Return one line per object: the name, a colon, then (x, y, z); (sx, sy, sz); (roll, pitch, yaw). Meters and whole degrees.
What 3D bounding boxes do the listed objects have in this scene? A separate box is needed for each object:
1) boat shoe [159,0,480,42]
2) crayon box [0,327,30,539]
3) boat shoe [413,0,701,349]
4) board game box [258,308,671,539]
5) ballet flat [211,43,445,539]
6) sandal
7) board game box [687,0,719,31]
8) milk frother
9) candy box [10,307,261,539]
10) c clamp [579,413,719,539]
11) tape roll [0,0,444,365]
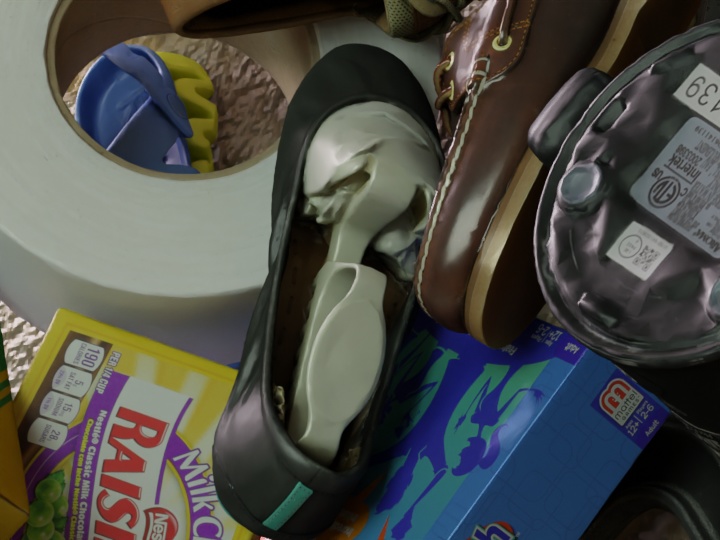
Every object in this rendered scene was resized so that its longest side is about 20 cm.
boat shoe: (0.017, -0.120, 1.071); (0.199, 0.076, 0.074); (-6, 71, 0)
crayon box: (-0.179, 0.082, 1.010); (0.127, 0.051, 0.200); (-46, 27, 14)
boat shoe: (0.062, -0.066, 0.995); (0.070, 0.071, 0.201); (19, 64, 20)
board game box: (0.005, 0.102, 1.007); (0.200, 0.045, 0.152); (-54, 23, -6)
ballet flat: (0.000, 0.000, 1.009); (0.068, 0.068, 0.201); (140, 145, -59)
sandal: (-0.089, -0.023, 1.167); (0.079, 0.087, 0.201); (-38, 52, 14)
board game box: (0.124, -0.093, 1.076); (0.120, 0.032, 0.201); (-32, 51, 16)
milk frother: (0.172, -0.025, 0.895); (0.200, 0.188, 0.181); (-38, 44, 12)
candy box: (-0.098, 0.114, 1.004); (0.102, 0.026, 0.201); (19, 60, 5)
c clamp: (0.091, 0.141, 0.981); (0.171, 0.027, 0.200); (-53, 44, 16)
tape roll: (-0.069, -0.067, 1.110); (0.201, 0.071, 0.204); (2, 64, -5)
